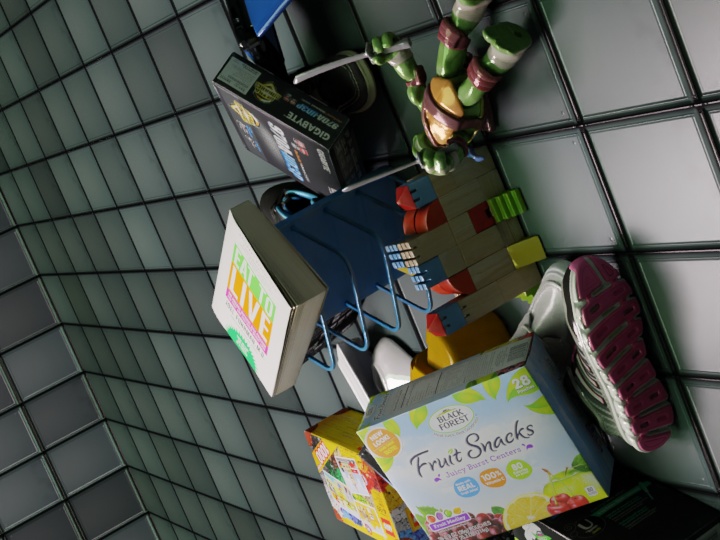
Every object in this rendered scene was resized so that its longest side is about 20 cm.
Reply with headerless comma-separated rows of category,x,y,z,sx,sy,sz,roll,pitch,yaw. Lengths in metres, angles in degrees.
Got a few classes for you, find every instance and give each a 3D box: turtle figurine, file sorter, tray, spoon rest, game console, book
turtle figurine,0.058,-0.167,1.364,0.145,0.198,0.195,-88,22,-46
file sorter,0.000,0.000,1.631,0.122,0.199,0.140,27,139,47
tray,0.027,0.181,1.907,0.201,0.022,0.107,60,-167,7
spoon rest,0.066,0.150,1.844,0.200,0.060,0.100,-132,26,-61
game console,-0.095,-0.333,1.630,0.171,0.117,0.202,45,-154,-59
book,-0.104,0.031,1.582,0.134,0.048,0.201,52,153,21

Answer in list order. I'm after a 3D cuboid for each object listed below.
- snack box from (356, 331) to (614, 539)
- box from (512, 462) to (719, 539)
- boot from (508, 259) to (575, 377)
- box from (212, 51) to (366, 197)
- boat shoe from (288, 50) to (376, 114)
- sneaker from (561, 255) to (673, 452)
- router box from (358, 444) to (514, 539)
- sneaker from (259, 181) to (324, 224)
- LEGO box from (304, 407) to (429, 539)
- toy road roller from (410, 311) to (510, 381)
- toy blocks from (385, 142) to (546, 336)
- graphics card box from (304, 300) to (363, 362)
snack box,0.124,0.173,1.455,0.199,0.068,0.169,-24,111,26
box,0.265,0.298,1.484,0.199,0.124,0.150,21,133,56
boot,0.177,0.083,1.467,0.073,0.095,0.201,40,150,31
box,-0.075,-0.154,1.669,0.158,0.046,0.200,32,169,14
boat shoe,-0.047,-0.202,1.676,0.200,0.064,0.073,3,117,64
sneaker,0.225,0.079,1.395,0.087,0.074,0.201,4,123,56
router box,0.105,0.274,1.759,0.150,0.062,0.200,37,175,47
sneaker,-0.075,-0.082,1.820,0.082,0.074,0.199,29,174,-35
LEGO box,0.018,0.288,2.042,0.200,0.077,0.150,10,123,62
toy road roller,0.132,0.132,1.595,0.200,0.122,0.147,33,132,50
toy blocks,0.092,-0.027,1.483,0.100,0.136,0.202,-7,109,65
graphics card box,-0.048,0.046,1.864,0.051,0.125,0.200,46,154,13
